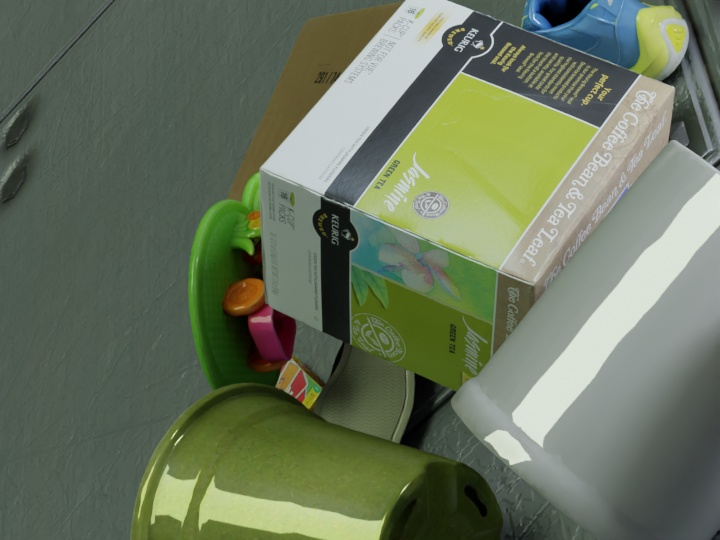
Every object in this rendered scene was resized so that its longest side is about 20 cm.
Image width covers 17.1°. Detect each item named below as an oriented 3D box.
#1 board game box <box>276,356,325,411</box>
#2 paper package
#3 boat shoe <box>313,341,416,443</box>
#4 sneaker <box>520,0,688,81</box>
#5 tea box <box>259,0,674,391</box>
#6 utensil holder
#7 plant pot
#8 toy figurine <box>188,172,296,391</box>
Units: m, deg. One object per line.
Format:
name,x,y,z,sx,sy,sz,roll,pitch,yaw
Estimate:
board game box,-0.093,0.163,1.846,0.201,0.030,0.096,-58,27,3
paper package,0.008,-0.105,1.876,0.200,0.103,0.192,-1,62,57
boat shoe,0.011,0.084,1.732,0.071,0.068,0.201,6,63,13
sneaker,0.140,-0.169,1.724,0.199,0.105,0.076,-18,46,50
tea box,0.069,-0.046,1.528,0.196,0.134,0.200,23,51,21
utensil holder,0.178,0.051,1.372,0.200,0.170,0.170,-52,28,6
plant pot,-0.014,0.180,1.541,0.183,0.200,0.201,4,63,41
toy figurine,0.000,0.000,1.671,0.183,0.151,0.201,-6,38,21
